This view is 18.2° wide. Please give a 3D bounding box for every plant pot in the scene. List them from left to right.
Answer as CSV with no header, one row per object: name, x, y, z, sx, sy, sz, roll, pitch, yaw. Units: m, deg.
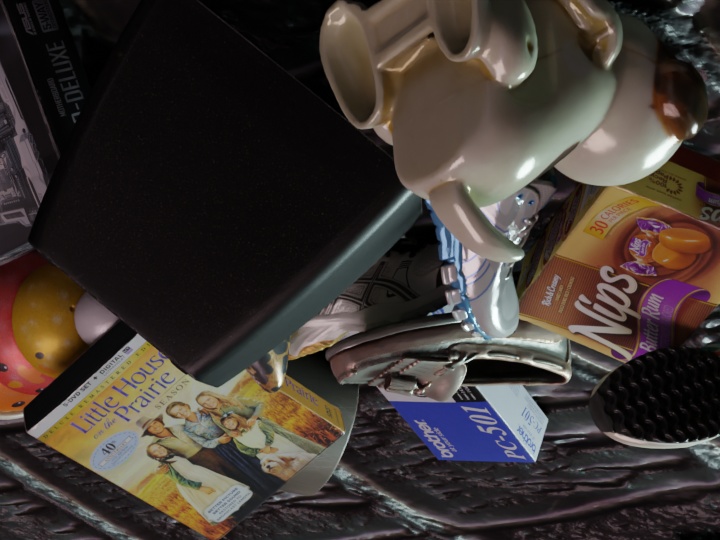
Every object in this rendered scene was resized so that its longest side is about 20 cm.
plant pot,-0.092,-0.038,1.390,0.199,0.178,0.200,38,176,4

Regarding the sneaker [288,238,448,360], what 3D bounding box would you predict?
sneaker,0.000,0.000,1.617,0.199,0.076,0.088,-19,95,22

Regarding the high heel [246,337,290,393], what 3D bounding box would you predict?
high heel,-0.046,-0.011,1.551,0.142,0.071,0.201,-3,104,40

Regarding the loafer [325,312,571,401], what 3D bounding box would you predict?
loafer,0.070,0.063,1.588,0.199,0.063,0.072,-9,168,-32

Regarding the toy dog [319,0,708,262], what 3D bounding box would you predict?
toy dog,0.109,-0.104,1.297,0.199,0.195,0.140,0,150,-39

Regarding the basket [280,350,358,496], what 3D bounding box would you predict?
basket,-0.113,0.095,1.767,0.199,0.181,0.137,21,111,-17

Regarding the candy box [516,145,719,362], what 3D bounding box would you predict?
candy box,0.189,-0.011,1.512,0.116,0.057,0.200,22,148,-6

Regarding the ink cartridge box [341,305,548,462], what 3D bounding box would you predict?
ink cartridge box,0.061,0.079,1.737,0.094,0.044,0.200,-2,144,34

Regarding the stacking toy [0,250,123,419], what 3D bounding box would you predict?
stacking toy,-0.231,0.036,1.688,0.146,0.147,0.199,37,155,-28

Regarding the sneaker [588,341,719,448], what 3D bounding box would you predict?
sneaker,0.243,0.087,1.553,0.199,0.071,0.093,-16,163,-19

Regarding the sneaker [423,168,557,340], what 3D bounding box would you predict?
sneaker,0.092,-0.035,1.492,0.086,0.075,0.201,-6,129,15

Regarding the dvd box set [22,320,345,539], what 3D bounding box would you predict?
dvd box set,-0.128,0.111,1.660,0.146,0.029,0.200,-40,128,17

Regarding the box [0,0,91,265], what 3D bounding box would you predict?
box,-0.255,-0.089,1.553,0.199,0.050,0.159,-20,89,48
